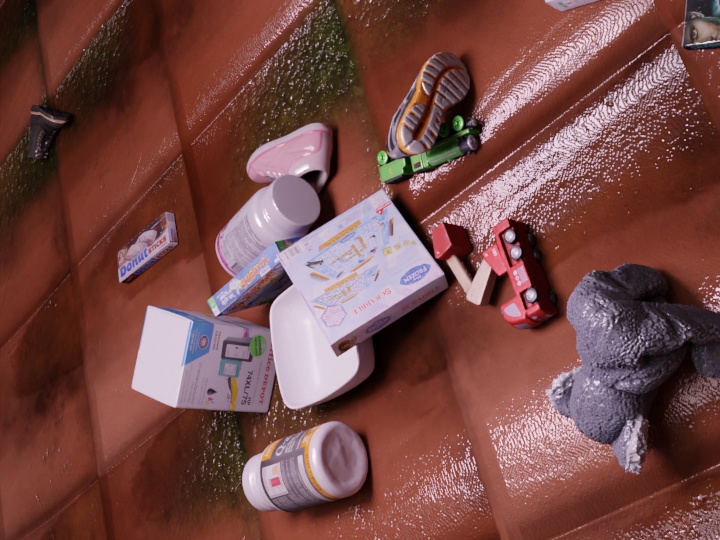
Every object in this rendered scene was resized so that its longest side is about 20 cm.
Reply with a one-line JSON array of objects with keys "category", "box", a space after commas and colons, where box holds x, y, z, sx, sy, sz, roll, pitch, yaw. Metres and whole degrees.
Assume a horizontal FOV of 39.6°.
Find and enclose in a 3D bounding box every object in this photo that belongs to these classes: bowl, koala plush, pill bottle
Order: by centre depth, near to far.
[{"category": "koala plush", "box": [0.301, 0.117, 1.164, 0.177, 0.182, 0.202, 41, 124, 44]}, {"category": "pill bottle", "box": [-0.091, 0.315, 1.574, 0.199, 0.116, 0.118, -26, 64, 41]}, {"category": "bowl", "box": [-0.054, 0.111, 1.605, 0.199, 0.074, 0.202, -30, 61, 39]}, {"category": "pill bottle", "box": [-0.157, -0.073, 1.705, 0.200, 0.112, 0.115, -39, 56, 46]}]

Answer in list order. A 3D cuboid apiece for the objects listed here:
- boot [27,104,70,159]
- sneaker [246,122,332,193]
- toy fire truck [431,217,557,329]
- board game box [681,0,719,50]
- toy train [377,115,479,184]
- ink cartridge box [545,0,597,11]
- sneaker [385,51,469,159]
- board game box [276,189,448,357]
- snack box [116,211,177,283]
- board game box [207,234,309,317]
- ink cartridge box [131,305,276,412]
[{"category": "boot", "box": [-0.779, -0.333, 2.489, 0.200, 0.077, 0.140, 25, 105, 60]}, {"category": "sneaker", "box": [-0.126, -0.171, 1.737, 0.199, 0.075, 0.106, -23, 61, 38]}, {"category": "toy fire truck", "box": [0.183, 0.002, 1.388, 0.141, 0.048, 0.202, -37, 58, 37]}, {"category": "board game box", "box": [0.455, -0.368, 1.183, 0.134, 0.028, 0.203, 2, 84, 47]}, {"category": "toy train", "box": [0.102, -0.180, 1.522, 0.199, 0.041, 0.057, -18, 79, 44]}, {"category": "ink cartridge box", "box": [0.335, -0.448, 1.316, 0.199, 0.050, 0.163, -6, 78, 49]}, {"category": "sneaker", "box": [0.093, -0.245, 1.476, 0.201, 0.078, 0.077, -57, 15, -28]}, {"category": "board game box", "box": [0.000, 0.000, 1.514, 0.199, 0.041, 0.200, -31, 53, -3]}, {"category": "snack box", "box": [-0.450, -0.046, 2.101, 0.199, 0.024, 0.073, -32, 61, 39]}, {"category": "board game box", "box": [-0.151, 0.006, 1.683, 0.200, 0.135, 0.035, -38, 75, 38]}, {"category": "ink cartridge box", "box": [-0.263, 0.155, 1.729, 0.145, 0.199, 0.149, 12, 91, 46]}]
